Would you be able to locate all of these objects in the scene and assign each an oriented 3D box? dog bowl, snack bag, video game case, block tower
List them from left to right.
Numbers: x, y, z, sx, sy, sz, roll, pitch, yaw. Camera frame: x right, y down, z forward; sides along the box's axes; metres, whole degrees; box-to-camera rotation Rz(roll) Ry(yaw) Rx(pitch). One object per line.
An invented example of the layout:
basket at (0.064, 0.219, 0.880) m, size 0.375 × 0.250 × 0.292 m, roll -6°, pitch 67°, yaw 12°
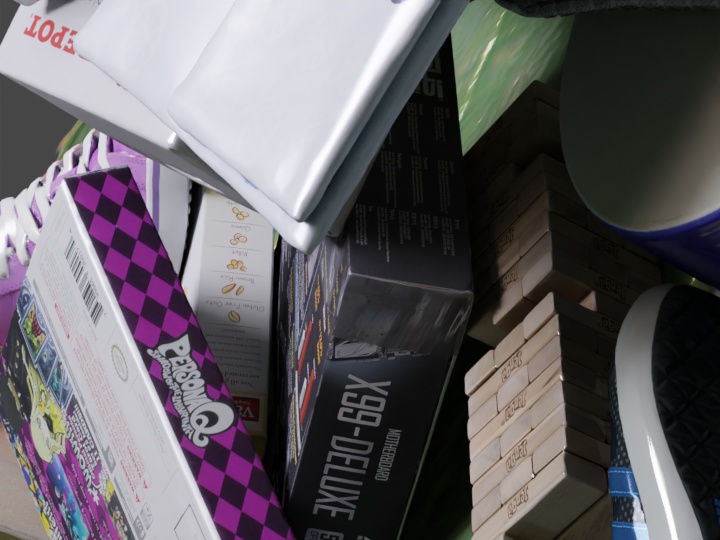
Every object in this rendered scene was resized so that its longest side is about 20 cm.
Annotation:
video game case at (-0.091, 0.089, 0.891) m, size 0.201 × 0.036 × 0.182 m, roll 63°, pitch 150°, yaw 22°
snack bag at (-0.011, -0.122, 0.669) m, size 0.189 × 0.021 × 0.200 m, roll -59°, pitch 34°, yaw 7°
block tower at (0.072, 0.024, 0.761) m, size 0.058 × 0.054 × 0.201 m, roll -47°, pitch 29°, yaw 38°
dog bowl at (0.150, -0.086, 0.672) m, size 0.200 × 0.078 × 0.201 m, roll -48°, pitch 28°, yaw 35°

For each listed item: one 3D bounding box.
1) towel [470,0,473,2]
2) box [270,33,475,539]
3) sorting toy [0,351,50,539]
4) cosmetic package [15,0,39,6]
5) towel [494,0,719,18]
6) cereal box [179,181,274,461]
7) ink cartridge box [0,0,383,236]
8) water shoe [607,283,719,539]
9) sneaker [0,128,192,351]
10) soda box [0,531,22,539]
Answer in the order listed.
towel at (0.070, -0.173, 0.928) m, size 0.143 × 0.023 × 0.200 m, roll -31°, pitch 25°, yaw -4°
box at (0.000, 0.000, 0.871) m, size 0.201 × 0.049 × 0.159 m, roll -92°, pitch 13°, yaw -51°
sorting toy at (-0.179, 0.053, 1.068) m, size 0.200 × 0.184 × 0.037 m, roll -90°, pitch 25°, yaw -65°
cosmetic package at (-0.080, -0.173, 0.727) m, size 0.199 × 0.074 × 0.102 m, roll -19°, pitch 50°, yaw 50°
towel at (0.100, -0.162, 0.655) m, size 0.200 × 0.085 × 0.167 m, roll 7°, pitch 75°, yaw 65°
cereal box at (-0.066, 0.032, 0.996) m, size 0.144 × 0.039 × 0.201 m, roll 106°, pitch 168°, yaw -50°
ink cartridge box at (-0.032, -0.131, 0.794) m, size 0.144 × 0.084 × 0.201 m, roll 25°, pitch 89°, yaw 51°
water shoe at (0.091, 0.090, 0.631) m, size 0.079 × 0.071 × 0.201 m, roll -48°, pitch 27°, yaw 38°
sneaker at (-0.136, -0.026, 1.004) m, size 0.073 × 0.113 × 0.201 m, roll -89°, pitch 12°, yaw -48°
soda box at (-0.199, 0.125, 1.050) m, size 0.064 × 0.199 × 0.068 m, roll -57°, pitch 46°, yaw 20°
